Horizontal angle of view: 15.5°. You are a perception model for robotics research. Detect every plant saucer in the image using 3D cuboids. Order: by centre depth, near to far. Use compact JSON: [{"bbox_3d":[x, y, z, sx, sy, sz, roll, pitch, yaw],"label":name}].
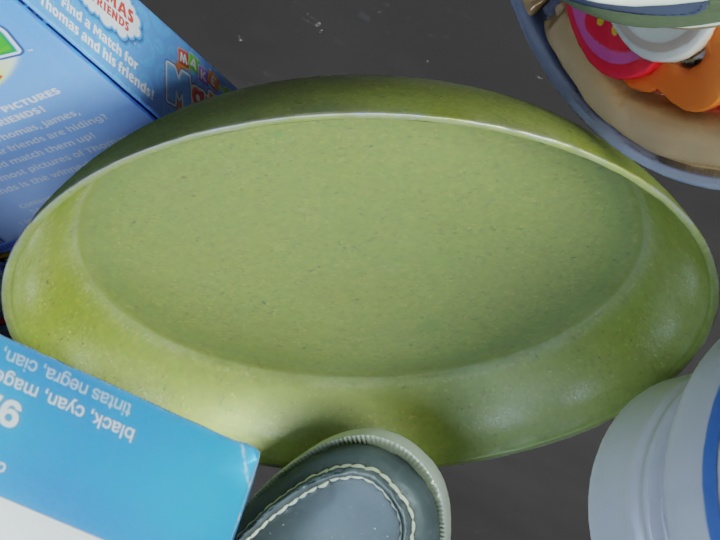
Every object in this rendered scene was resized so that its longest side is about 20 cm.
[{"bbox_3d":[0.000,0.000,0.746,0.200,0.031,0.200,0,149,0],"label":"plant saucer"}]

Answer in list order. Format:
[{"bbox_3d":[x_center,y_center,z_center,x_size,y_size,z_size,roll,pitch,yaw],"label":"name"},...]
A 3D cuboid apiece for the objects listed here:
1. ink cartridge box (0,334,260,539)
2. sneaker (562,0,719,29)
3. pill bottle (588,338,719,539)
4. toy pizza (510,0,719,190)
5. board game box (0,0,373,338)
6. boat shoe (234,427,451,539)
[{"bbox_3d":[-0.149,0.122,0.762,0.145,0.200,0.147,26,161,-25],"label":"ink cartridge box"},{"bbox_3d":[0.117,-0.093,0.522,0.200,0.090,0.067,-19,85,29],"label":"sneaker"},{"bbox_3d":[0.150,0.055,0.684,0.112,0.112,0.200,56,150,-10],"label":"pill bottle"},{"bbox_3d":[0.090,-0.119,0.634,0.200,0.032,0.200,-2,87,51],"label":"toy pizza"},{"bbox_3d":[-0.111,-0.032,0.761,0.151,0.037,0.200,-15,147,27],"label":"board game box"},{"bbox_3d":[-0.042,0.135,0.799,0.073,0.062,0.200,39,106,5],"label":"boat shoe"}]
